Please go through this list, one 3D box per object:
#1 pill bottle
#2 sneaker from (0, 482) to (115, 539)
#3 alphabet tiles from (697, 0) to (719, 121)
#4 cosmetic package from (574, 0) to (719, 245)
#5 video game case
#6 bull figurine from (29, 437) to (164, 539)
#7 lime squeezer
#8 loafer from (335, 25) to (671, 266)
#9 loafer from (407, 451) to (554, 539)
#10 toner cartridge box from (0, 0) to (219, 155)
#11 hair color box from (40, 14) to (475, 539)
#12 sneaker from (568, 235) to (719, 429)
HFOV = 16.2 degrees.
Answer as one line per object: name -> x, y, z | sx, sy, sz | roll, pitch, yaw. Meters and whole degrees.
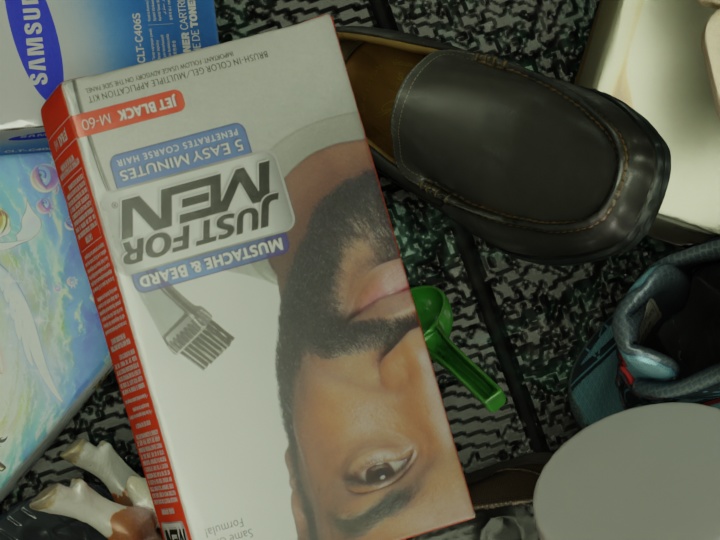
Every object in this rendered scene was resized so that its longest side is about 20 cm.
pill bottle -> 0.131, 0.155, 0.979 | 0.119, 0.120, 0.200 | -21, 124, -3
sneaker -> -0.175, 0.163, 1.037 | 0.200, 0.082, 0.070 | -45, 104, -26
alphabet tiles -> 0.218, -0.115, 0.916 | 0.199, 0.015, 0.196 | -13, 84, -2
cosmetic package -> 0.138, -0.116, 1.036 | 0.071, 0.105, 0.200 | 18, 87, -1
video game case -> -0.193, -0.007, 1.047 | 0.200, 0.045, 0.181 | 40, 88, -1
bull figurine -> -0.127, 0.159, 0.979 | 0.200, 0.065, 0.122 | -39, 102, -26
lime squeezer -> 0.000, 0.000, 1.048 | 0.038, 0.071, 0.200 | -45, 61, 9
loafer -> 0.039, -0.052, 0.981 | 0.072, 0.200, 0.073 | 21, 90, -37
loafer -> 0.009, 0.129, 1.040 | 0.200, 0.071, 0.073 | -27, 90, -2
toner cartridge box -> -0.114, -0.151, 1.030 | 0.095, 0.043, 0.201 | -6, 80, -13
hair color box -> -0.040, 0.015, 0.966 | 0.111, 0.064, 0.201 | -16, 89, -16
sneaker -> 0.129, 0.019, 0.989 | 0.095, 0.200, 0.080 | 3, 70, -30
